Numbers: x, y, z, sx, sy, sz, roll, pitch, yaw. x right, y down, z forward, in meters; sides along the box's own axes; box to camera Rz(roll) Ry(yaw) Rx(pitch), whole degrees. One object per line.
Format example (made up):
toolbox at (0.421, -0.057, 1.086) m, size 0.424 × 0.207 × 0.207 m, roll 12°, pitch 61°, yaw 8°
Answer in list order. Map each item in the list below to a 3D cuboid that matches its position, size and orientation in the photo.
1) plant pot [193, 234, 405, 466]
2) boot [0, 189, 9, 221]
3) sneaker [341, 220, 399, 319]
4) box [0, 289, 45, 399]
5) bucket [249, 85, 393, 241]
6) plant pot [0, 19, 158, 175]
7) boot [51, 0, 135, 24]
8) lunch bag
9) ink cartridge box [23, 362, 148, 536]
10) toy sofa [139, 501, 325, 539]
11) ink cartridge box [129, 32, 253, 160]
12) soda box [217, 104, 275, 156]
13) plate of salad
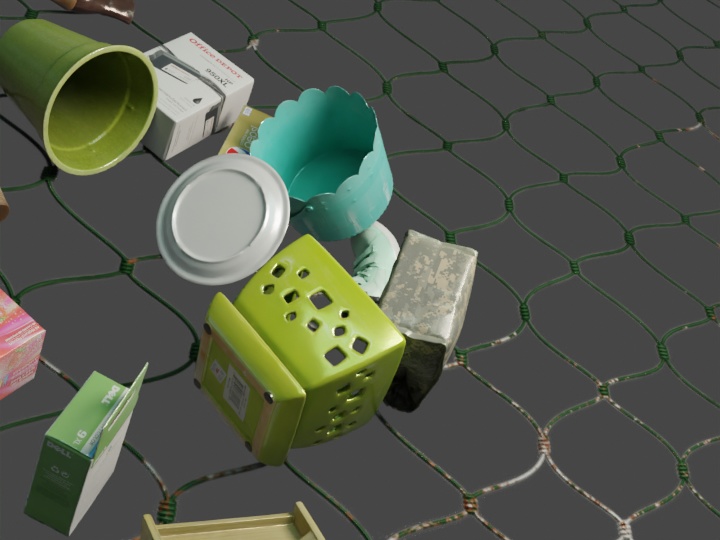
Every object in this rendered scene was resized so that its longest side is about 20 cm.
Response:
plant pot at (-0.089, 0.110, 1.364) m, size 0.181 × 0.201 × 0.199 m, roll -28°, pitch 64°, yaw -33°
boot at (-0.570, -0.119, 1.428) m, size 0.199 × 0.077 × 0.156 m, roll -17°, pitch 59°, yaw -42°
sneaker at (0.000, 0.000, 1.608) m, size 0.117 × 0.074 × 0.201 m, roll 3°, pitch 49°, yaw -34°
box at (-0.465, 0.111, 1.238) m, size 0.102 × 0.095 × 0.200 m, roll 39°, pitch 43°, yaw 13°
bucket at (-0.052, -0.152, 1.637) m, size 0.205 × 0.135 × 0.208 m, roll -9°, pitch 55°, yaw 13°
plant pot at (-0.428, -0.271, 1.598) m, size 0.190 × 0.201 × 0.199 m, roll 36°, pitch 40°, yaw 28°
boot at (-0.478, -0.502, 1.893) m, size 0.165 × 0.072 × 0.201 m, roll 13°, pitch 41°, yaw -34°
lunch bag at (0.075, 0.075, 1.469) m, size 0.117 × 0.201 × 0.165 m, roll 17°, pitch 54°, yaw 7°
ink cartridge box at (-0.294, 0.181, 1.177) m, size 0.059 × 0.201 × 0.104 m, roll 28°, pitch 40°, yaw 1°
toy sofa at (-0.145, 0.323, 1.216) m, size 0.199 × 0.098 × 0.083 m, roll 1°, pitch 23°, yaw -27°
ink cartridge box at (-0.286, -0.278, 1.735) m, size 0.144 × 0.084 × 0.200 m, roll 38°, pitch 42°, yaw 11°
soda box at (-0.185, -0.165, 1.687) m, size 0.064 × 0.068 × 0.201 m, roll 23°, pitch 41°, yaw -5°
plate of salad at (-0.191, -0.070, 1.548) m, size 0.198 × 0.048 × 0.202 m, roll -5°, pitch 68°, yaw 12°
